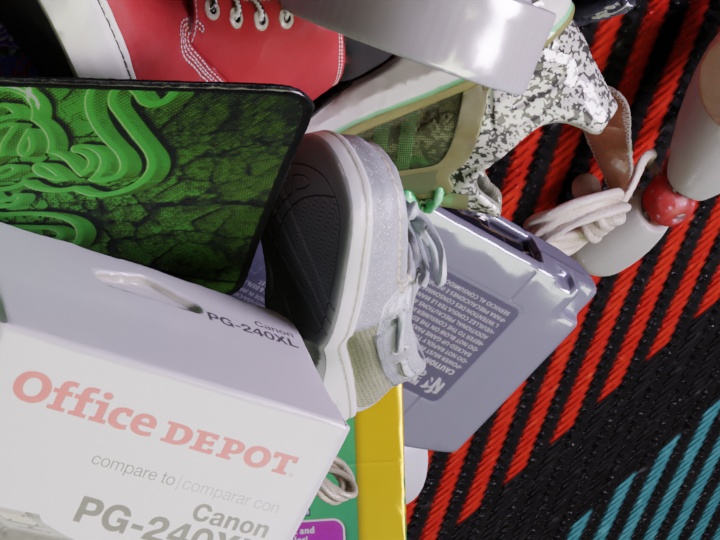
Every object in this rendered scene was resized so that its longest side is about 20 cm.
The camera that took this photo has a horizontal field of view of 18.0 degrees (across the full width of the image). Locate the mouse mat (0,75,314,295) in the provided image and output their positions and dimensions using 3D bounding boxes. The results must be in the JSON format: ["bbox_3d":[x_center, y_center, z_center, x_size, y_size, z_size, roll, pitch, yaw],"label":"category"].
[{"bbox_3d":[-0.109,-0.025,0.817,0.161,0.008,0.200,1,158,-11],"label":"mouse mat"}]

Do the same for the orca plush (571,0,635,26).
[{"bbox_3d":[0.101,-0.156,0.959,0.200,0.105,0.071,-18,115,17],"label":"orca plush"}]

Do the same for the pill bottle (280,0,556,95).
[{"bbox_3d":[0.047,-0.168,0.769,0.109,0.109,0.200,9,104,-53],"label":"pill bottle"}]

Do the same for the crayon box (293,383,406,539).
[{"bbox_3d":[-0.081,0.119,1.020,0.200,0.173,0.058,-2,180,-10],"label":"crayon box"}]

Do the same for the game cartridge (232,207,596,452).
[{"bbox_3d":[-0.003,0.011,1.069,0.200,0.041,0.133,28,113,-31],"label":"game cartridge"}]

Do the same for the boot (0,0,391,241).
[{"bbox_3d":[-0.051,-0.104,0.813,0.144,0.072,0.200,-38,157,-4],"label":"boot"}]

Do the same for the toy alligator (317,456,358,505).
[{"bbox_3d":[-0.094,0.050,0.963,0.054,0.200,0.059,-50,-176,29],"label":"toy alligator"}]

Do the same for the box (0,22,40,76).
[{"bbox_3d":[-0.137,-0.065,0.878,0.200,0.039,0.137,-1,136,-46],"label":"box"}]

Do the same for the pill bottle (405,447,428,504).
[{"bbox_3d":[-0.069,0.106,1.138,0.200,0.112,0.112,-15,146,-32],"label":"pill bottle"}]

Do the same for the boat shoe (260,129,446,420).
[{"bbox_3d":[0.001,0.002,0.911,0.065,0.075,0.202,-20,154,-12],"label":"boat shoe"}]

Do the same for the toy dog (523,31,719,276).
[{"bbox_3d":[0.165,-0.083,1.152,0.200,0.096,0.132,-29,158,22],"label":"toy dog"}]

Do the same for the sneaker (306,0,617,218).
[{"bbox_3d":[0.019,-0.047,0.937,0.200,0.089,0.077,-29,-164,26],"label":"sneaker"}]

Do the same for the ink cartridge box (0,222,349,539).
[{"bbox_3d":[-0.116,0.100,0.840,0.145,0.083,0.200,18,109,-27],"label":"ink cartridge box"}]
